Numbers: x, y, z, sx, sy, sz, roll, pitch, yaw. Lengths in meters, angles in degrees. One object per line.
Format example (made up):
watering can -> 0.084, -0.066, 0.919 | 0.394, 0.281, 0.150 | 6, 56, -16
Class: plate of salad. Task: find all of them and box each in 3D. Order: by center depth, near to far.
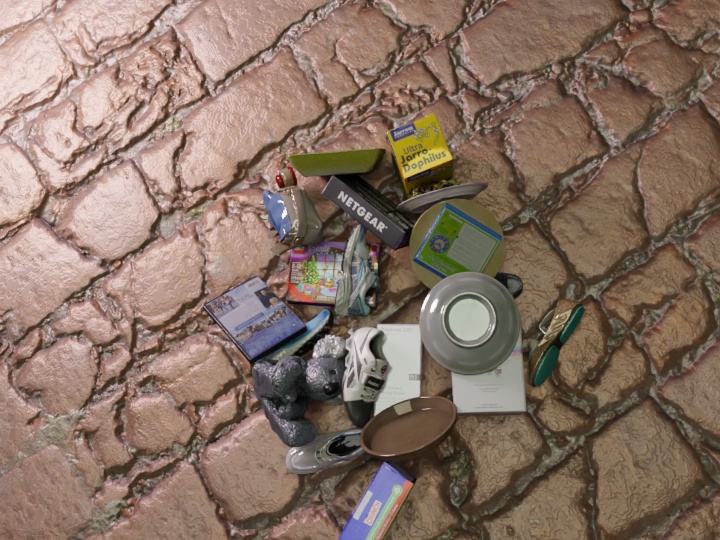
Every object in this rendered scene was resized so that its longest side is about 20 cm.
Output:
plate of salad -> 0.169, -0.162, 1.709 | 0.196, 0.200, 0.049 | -13, 85, 4

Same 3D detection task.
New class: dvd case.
dvd case -> -0.225, 0.100, 1.726 | 0.141, 0.018, 0.200 | -30, 50, -24

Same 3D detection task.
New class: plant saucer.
plant saucer -> 0.094, 0.305, 1.565 | 0.197, 0.200, 0.030 | -20, 106, 2
plant saucer -> 0.210, 0.098, 1.580 | 0.196, 0.050, 0.204 | -2, 77, 7
plant saucer -> -0.046, -0.231, 1.761 | 0.196, 0.200, 0.049 | -4, 97, 6

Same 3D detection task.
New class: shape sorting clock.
shape sorting clock -> 0.197, -0.046, 1.678 | 0.196, 0.039, 0.204 | -1, 100, -3

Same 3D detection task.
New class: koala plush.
koala plush -> -0.106, 0.228, 1.672 | 0.197, 0.183, 0.180 | -21, 109, -23

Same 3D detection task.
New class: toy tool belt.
toy tool belt -> -0.168, -0.128, 1.762 | 0.121, 0.126, 0.202 | -22, 62, -14

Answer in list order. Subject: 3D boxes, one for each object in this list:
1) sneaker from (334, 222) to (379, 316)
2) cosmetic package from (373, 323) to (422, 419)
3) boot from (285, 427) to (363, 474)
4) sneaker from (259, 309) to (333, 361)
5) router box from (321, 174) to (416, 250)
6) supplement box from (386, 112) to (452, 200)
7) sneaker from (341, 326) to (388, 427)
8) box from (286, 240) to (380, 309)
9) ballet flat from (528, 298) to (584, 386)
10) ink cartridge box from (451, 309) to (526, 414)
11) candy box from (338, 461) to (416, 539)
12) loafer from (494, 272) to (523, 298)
sneaker -> 0.000, 0.000, 1.730 | 0.085, 0.078, 0.204 | 11, 86, -4
cosmetic package -> 0.080, 0.215, 1.708 | 0.100, 0.074, 0.204 | 0, 79, 6
boot -> -0.067, 0.365, 1.680 | 0.197, 0.096, 0.075 | -21, 76, 2
sneaker -> -0.148, 0.136, 1.749 | 0.198, 0.078, 0.091 | -33, 73, -1
router box -> 0.029, -0.127, 1.742 | 0.199, 0.149, 0.051 | 39, 107, 12
supplement box -> 0.128, -0.229, 1.728 | 0.107, 0.200, 0.111 | -21, 76, 2
sneaker -> 0.015, 0.212, 1.645 | 0.087, 0.074, 0.204 | -10, 74, 38
box -> -0.058, 0.008, 1.783 | 0.196, 0.039, 0.139 | 3, 78, 7
ballet flat -> 0.391, 0.145, 1.699 | 0.065, 0.071, 0.201 | 27, 79, 39
ink cartridge box -> 0.255, 0.189, 1.655 | 0.142, 0.145, 0.204 | -2, 77, 7
candy box -> 0.037, 0.462, 1.595 | 0.076, 0.200, 0.170 | 31, 83, 12
loafer -> 0.247, 0.039, 1.729 | 0.196, 0.063, 0.073 | -4, 79, 6
